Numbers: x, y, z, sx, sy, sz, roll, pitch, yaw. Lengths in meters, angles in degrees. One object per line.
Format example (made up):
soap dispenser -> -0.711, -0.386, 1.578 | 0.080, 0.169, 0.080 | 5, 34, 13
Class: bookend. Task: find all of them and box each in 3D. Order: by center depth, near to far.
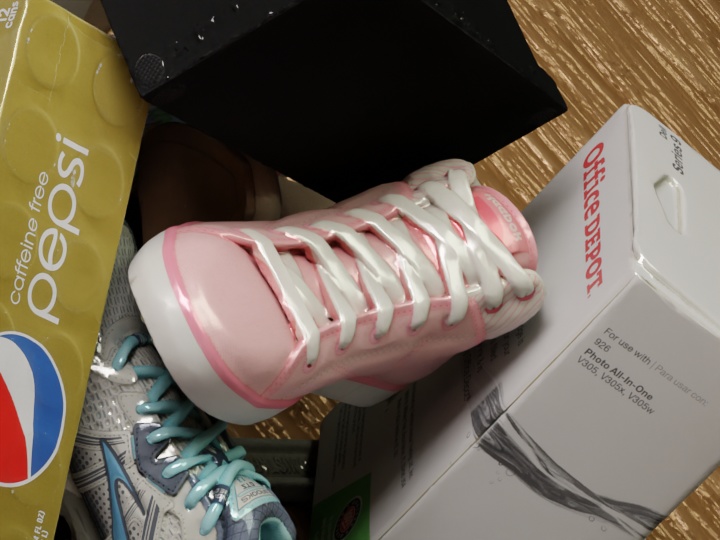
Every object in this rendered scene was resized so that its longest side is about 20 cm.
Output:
bookend -> -0.033, -0.143, 1.037 | 0.199, 0.092, 0.200 | 25, 39, -65

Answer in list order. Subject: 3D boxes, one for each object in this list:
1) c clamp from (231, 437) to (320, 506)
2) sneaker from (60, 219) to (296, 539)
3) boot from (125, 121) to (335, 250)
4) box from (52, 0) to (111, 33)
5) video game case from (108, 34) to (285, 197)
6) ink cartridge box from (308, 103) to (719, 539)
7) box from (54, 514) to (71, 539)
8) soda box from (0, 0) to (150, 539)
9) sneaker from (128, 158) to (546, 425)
c clamp -> 0.004, 0.132, 1.155 | 0.200, 0.027, 0.171 | 11, 44, -46
sneaker -> -0.063, 0.072, 0.998 | 0.078, 0.086, 0.201 | -20, 100, -53
boot -> -0.025, -0.015, 1.159 | 0.146, 0.200, 0.070 | 5, 84, -26
box -> -0.127, -0.152, 1.170 | 0.078, 0.200, 0.095 | 25, 35, -31
video game case -> -0.085, -0.054, 1.163 | 0.200, 0.143, 0.017 | 2, 69, -51
ink cartridge box -> 0.072, 0.053, 1.118 | 0.084, 0.200, 0.146 | 36, 26, -15
box -> -0.182, 0.020, 0.959 | 0.200, 0.044, 0.161 | 2, 87, -51
soda box -> -0.129, 0.013, 0.939 | 0.068, 0.064, 0.201 | 29, 65, -47
sneaker -> 0.000, 0.000, 1.016 | 0.075, 0.105, 0.200 | 63, 20, 14
